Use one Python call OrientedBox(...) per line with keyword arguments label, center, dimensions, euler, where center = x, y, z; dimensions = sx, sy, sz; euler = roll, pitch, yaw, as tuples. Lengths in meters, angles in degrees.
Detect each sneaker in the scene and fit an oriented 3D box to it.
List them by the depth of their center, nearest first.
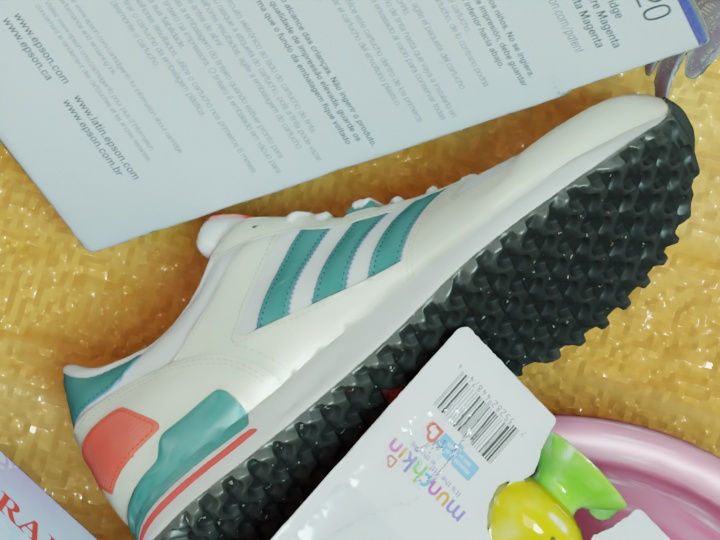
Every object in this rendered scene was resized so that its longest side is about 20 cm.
OrientedBox(label="sneaker", center=(0.000, 0.000, 0.765), dimensions=(0.199, 0.070, 0.093), euler=(-39, 56, -2))

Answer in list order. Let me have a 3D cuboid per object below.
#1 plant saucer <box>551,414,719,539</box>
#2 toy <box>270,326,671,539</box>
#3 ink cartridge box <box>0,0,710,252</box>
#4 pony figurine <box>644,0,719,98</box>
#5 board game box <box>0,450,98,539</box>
OrientedBox(label="plant saucer", center=(0.057, 0.142, 0.793), dimensions=(0.199, 0.051, 0.202), euler=(0, 92, 1))
OrientedBox(label="toy", center=(-0.006, 0.124, 0.740), dimensions=(0.200, 0.047, 0.115), euler=(-46, 108, -6))
OrientedBox(label="ink cartridge box", center=(-0.032, -0.103, 0.713), dimensions=(0.199, 0.197, 0.043), euler=(-18, 46, 15))
OrientedBox(label="pony figurine", center=(0.175, -0.100, 0.726), dimensions=(0.192, 0.200, 0.167), euler=(-30, 47, -5))
OrientedBox(label="board game box", center=(-0.189, 0.099, 0.758), dimensions=(0.200, 0.041, 0.199), euler=(44, 112, -7))
